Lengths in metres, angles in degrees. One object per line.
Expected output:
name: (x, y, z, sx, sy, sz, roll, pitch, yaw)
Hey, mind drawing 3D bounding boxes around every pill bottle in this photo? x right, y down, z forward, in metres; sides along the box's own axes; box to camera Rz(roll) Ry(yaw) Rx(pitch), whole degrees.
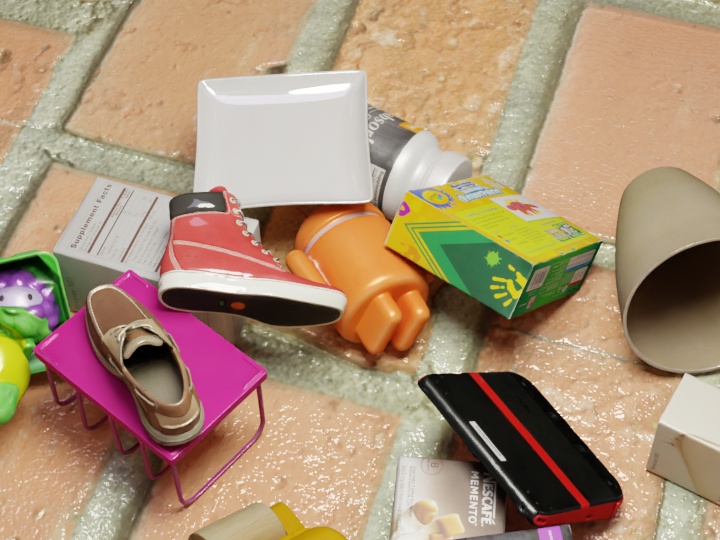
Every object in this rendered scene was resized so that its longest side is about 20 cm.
pill bottle: (0.023, -0.128, 1.751, 0.200, 0.116, 0.116, 26, 58, 19)

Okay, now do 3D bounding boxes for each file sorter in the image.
file sorter: (-0.215, 0.128, 1.557, 0.200, 0.125, 0.139, 34, 60, 23)

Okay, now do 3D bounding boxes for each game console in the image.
game console: (0.165, 0.178, 1.510, 0.177, 0.031, 0.200, 1, 40, -48)

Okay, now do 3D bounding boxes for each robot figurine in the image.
robot figurine: (0.001, 0.000, 1.658, 0.144, 0.117, 0.200, -29, 58, -5)

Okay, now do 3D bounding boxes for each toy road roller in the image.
toy road roller: (-0.074, 0.287, 1.410, 0.123, 0.146, 0.200, -23, 53, -33)

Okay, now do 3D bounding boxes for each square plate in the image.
square plate: (-0.088, -0.143, 1.678, 0.198, 0.028, 0.200, -3, 54, 1)

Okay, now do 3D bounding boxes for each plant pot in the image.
plant pot: (0.359, -0.022, 1.644, 0.187, 0.187, 0.200, -6, 39, -3)

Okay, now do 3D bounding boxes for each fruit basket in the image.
fruit basket: (-0.406, 0.073, 1.576, 0.215, 0.156, 0.216, -8, 20, 3)

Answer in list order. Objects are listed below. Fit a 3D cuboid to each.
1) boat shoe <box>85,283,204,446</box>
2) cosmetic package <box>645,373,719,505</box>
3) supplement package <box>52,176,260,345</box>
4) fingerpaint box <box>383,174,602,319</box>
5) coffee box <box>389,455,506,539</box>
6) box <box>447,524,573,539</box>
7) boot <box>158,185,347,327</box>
boat shoe: (-0.214, 0.080, 1.469, 0.076, 0.072, 0.200, -28, 58, -21)
cosmetic package: (0.401, 0.197, 1.509, 0.200, 0.104, 0.073, 24, 58, 19)
supplement package: (-0.222, -0.005, 1.662, 0.200, 0.117, 0.117, 15, 56, 13)
fingerpaint box: (0.149, -0.030, 1.642, 0.167, 0.073, 0.200, 31, 22, 21)
coffee box: (0.082, 0.290, 1.457, 0.114, 0.080, 0.200, 6, 54, 3)
box: (0.111, 0.315, 1.369, 0.200, 0.036, 0.143, -5, 54, -7)
boot: (-0.108, -0.020, 1.570, 0.200, 0.072, 0.144, 11, 58, -12)
